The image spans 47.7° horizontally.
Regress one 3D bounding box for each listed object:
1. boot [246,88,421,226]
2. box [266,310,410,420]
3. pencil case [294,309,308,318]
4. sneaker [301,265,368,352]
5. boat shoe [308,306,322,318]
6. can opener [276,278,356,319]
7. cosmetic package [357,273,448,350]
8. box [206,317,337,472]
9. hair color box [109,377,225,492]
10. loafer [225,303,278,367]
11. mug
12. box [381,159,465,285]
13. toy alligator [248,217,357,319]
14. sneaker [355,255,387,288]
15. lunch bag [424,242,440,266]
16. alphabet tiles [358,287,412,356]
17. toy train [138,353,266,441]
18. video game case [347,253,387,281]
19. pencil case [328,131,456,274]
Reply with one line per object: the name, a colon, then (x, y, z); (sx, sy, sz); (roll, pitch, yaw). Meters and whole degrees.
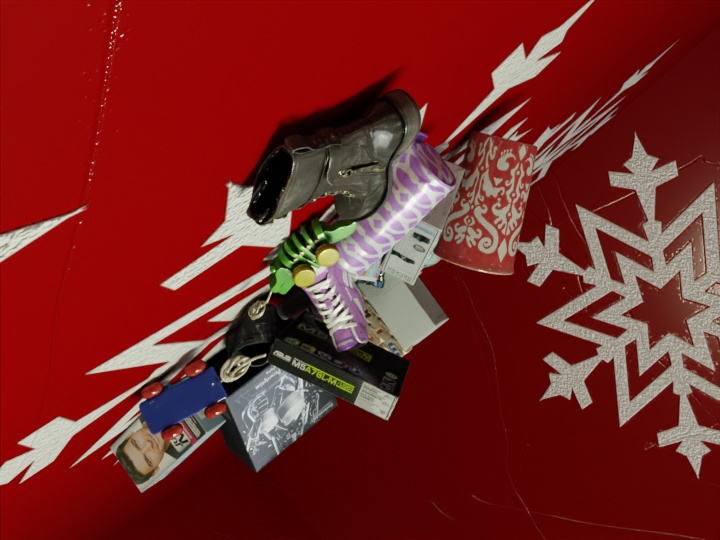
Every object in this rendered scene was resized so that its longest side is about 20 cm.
boot: (-0.039, -0.088, 0.786); (0.173, 0.069, 0.201); (-31, 162, -32)
box: (-0.027, 0.139, 1.246); (0.048, 0.198, 0.193); (-66, 175, 14)
pencil case: (-0.103, 0.113, 1.535); (0.200, 0.086, 0.083); (-45, -154, 30)
sneaker: (-0.035, 0.051, 1.177); (0.072, 0.116, 0.201); (-22, 146, 15)
boat shoe: (-0.040, 0.126, 1.396); (0.073, 0.201, 0.060); (-12, 149, -49)
can opener: (-0.068, 0.019, 1.305); (0.199, 0.067, 0.053); (-35, 180, 42)
cosmetic package: (0.065, 0.038, 1.495); (0.081, 0.201, 0.113); (-40, 173, 18)
box: (-0.160, 0.210, 1.430); (0.199, 0.104, 0.184); (-36, 131, -26)
hair color box: (-0.330, 0.278, 1.383); (0.200, 0.099, 0.060); (-43, 172, 27)
loafer: (-0.169, 0.117, 1.265); (0.067, 0.071, 0.201); (0, 154, -20)
mug: (0.186, -0.116, 1.296); (0.133, 0.176, 0.203); (-3, 111, -52)
box: (0.093, -0.074, 1.255); (0.200, 0.059, 0.118); (109, 4, -66)
toy alligator: (-0.089, -0.010, 1.038); (0.199, 0.060, 0.054); (-40, 131, 17)
sneaker: (0.000, 0.000, 1.372); (0.199, 0.090, 0.078); (-37, 173, 1)
lunch bag: (0.141, -0.081, 1.540); (0.161, 0.077, 0.200); (-54, 169, 9)
alphabet tiles: (0.018, 0.074, 1.484); (0.015, 0.201, 0.195); (-38, 174, 23)
toy train: (-0.232, 0.175, 1.241); (0.198, 0.086, 0.116); (-27, -178, -9)
video game case: (0.030, -0.054, 1.239); (0.200, 0.017, 0.145); (11, 101, -81)
pencil case: (0.033, -0.080, 1.063); (0.200, 0.086, 0.083); (-40, 148, 24)
